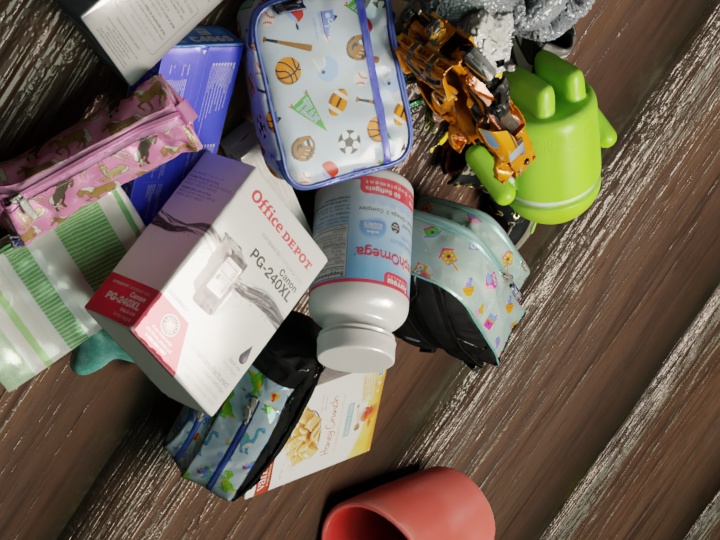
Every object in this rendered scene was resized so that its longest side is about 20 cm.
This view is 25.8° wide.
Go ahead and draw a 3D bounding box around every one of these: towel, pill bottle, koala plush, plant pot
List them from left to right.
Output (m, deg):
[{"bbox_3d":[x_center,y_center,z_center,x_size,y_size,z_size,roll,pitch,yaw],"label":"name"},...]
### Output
[{"bbox_3d":[-0.285,0.013,1.486,0.199,0.023,0.153,-34,131,-6],"label":"towel"},{"bbox_3d":[0.000,0.000,1.668,0.109,0.108,0.203,36,51,-54],"label":"pill bottle"},{"bbox_3d":[0.074,0.362,2.093,0.177,0.199,0.202,-28,139,-44],"label":"plant pot"},{"bbox_3d":[0.134,-0.290,1.594,0.199,0.177,0.185,-35,155,-35],"label":"koala plush"}]

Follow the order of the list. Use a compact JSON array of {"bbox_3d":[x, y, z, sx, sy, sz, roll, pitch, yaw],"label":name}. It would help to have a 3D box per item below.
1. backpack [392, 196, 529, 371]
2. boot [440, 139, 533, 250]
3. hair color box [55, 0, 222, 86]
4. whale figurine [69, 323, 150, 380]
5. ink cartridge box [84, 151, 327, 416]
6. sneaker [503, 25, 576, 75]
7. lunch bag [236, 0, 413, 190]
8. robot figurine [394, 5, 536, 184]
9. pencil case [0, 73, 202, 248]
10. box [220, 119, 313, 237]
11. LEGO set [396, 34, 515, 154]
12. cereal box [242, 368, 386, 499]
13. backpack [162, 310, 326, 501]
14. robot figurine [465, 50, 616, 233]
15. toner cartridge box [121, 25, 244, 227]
[{"bbox_3d":[0.092,0.004,1.807,0.155,0.174,0.200,-63,145,-12],"label":"backpack"},{"bbox_3d":[0.150,-0.102,1.869,0.152,0.074,0.205,1,128,-37],"label":"boot"},{"bbox_3d":[-0.167,-0.271,1.385,0.200,0.061,0.099,-44,144,-8],"label":"hair color box"},{"bbox_3d":[-0.197,0.058,1.600,0.198,0.104,0.161,-17,133,-34],"label":"whale figurine"},{"bbox_3d":[-0.143,0.011,1.503,0.201,0.083,0.146,-54,132,-18],"label":"ink cartridge box"},{"bbox_3d":[0.200,-0.249,1.772,0.066,0.090,0.202,-30,139,-24],"label":"sneaker"},{"bbox_3d":[-0.030,-0.188,1.521,0.158,0.075,0.203,-15,107,-16],"label":"lunch bag"},{"bbox_3d":[0.100,-0.172,1.530,0.058,0.145,0.200,-47,141,-6],"label":"robot figurine"},{"bbox_3d":[-0.238,-0.100,1.400,0.198,0.087,0.083,-29,139,-6],"label":"pencil case"},{"bbox_3d":[-0.092,-0.074,1.652,0.041,0.039,0.201,-42,143,-14],"label":"box"},{"bbox_3d":[0.076,-0.184,1.671,0.198,0.116,0.155,-17,132,-37],"label":"LEGO set"},{"bbox_3d":[-0.062,0.184,1.905,0.198,0.039,0.145,-18,133,-37],"label":"cereal box"},{"bbox_3d":[-0.126,0.152,1.721,0.163,0.152,0.202,-77,-177,-72],"label":"backpack"},{"bbox_3d":[0.209,-0.138,1.748,0.174,0.115,0.202,-31,132,-23],"label":"robot figurine"},{"bbox_3d":[-0.181,-0.132,1.503,0.094,0.043,0.202,-10,127,-43],"label":"toner cartridge box"}]
